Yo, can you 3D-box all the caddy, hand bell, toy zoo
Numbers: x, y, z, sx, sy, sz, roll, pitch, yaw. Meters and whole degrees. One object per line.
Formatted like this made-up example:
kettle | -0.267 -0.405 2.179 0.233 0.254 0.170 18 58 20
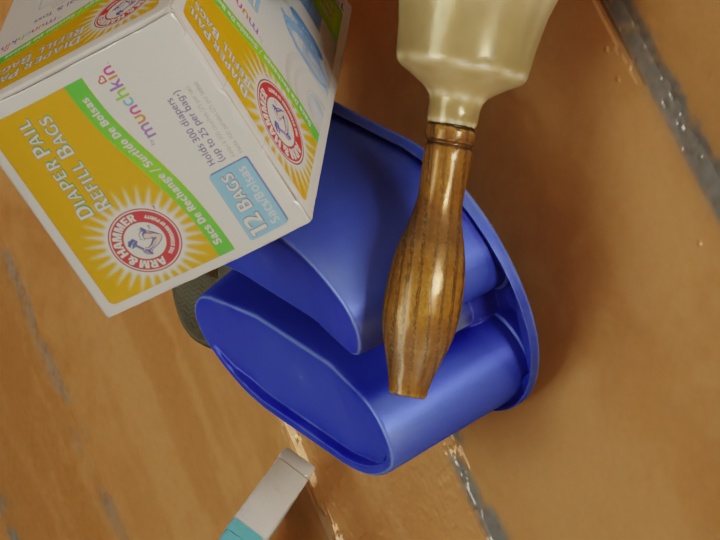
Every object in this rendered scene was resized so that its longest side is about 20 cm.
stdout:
caddy | 0.000 0.000 1.164 0.200 0.105 0.142 31 146 47
hand bell | 0.034 -0.048 1.054 0.104 0.104 0.202 11 91 53
toy zoo | -0.082 0.169 1.256 0.020 0.200 0.132 34 128 3

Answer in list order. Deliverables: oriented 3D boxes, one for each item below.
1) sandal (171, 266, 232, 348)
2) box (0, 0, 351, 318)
sandal | -0.089 -0.059 1.314 0.081 0.054 0.202 13 108 53
box | -0.080 -0.090 1.096 0.101 0.200 0.113 -24 116 19
